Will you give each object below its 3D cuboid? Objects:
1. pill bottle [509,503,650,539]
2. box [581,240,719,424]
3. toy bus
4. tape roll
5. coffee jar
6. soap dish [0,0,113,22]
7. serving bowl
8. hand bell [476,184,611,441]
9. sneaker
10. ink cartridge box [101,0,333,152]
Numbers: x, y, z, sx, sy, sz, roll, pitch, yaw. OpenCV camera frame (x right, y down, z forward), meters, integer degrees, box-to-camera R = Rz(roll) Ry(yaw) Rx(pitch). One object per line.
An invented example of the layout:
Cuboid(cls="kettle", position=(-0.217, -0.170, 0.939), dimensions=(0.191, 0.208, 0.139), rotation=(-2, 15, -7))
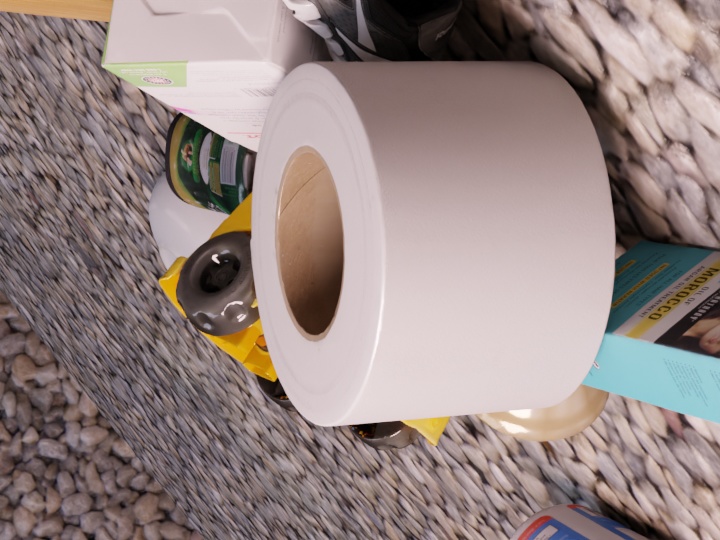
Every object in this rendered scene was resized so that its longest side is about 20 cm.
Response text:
Cuboid(cls="pill bottle", position=(0.194, 0.250, 1.423), dimensions=(0.200, 0.112, 0.112), rotation=(25, 148, 60))
Cuboid(cls="box", position=(0.185, 0.033, 1.050), dimensions=(0.049, 0.082, 0.200), rotation=(58, 162, -18))
Cuboid(cls="toy bus", position=(0.000, 0.000, 1.297), dimensions=(0.200, 0.192, 0.136), rotation=(22, 160, 43))
Cuboid(cls="tape roll", position=(0.034, -0.017, 1.104), dimensions=(0.203, 0.139, 0.203), rotation=(177, 90, -67))
Cuboid(cls="coffee jar", position=(-0.075, -0.080, 1.470), dimensions=(0.200, 0.104, 0.085), rotation=(-161, 74, -66))
Cuboid(cls="soap dish", position=(-0.166, -0.234, 1.205), dimensions=(0.081, 0.200, 0.157), rotation=(6, 95, 35))
Cuboid(cls="serving bowl", position=(-0.141, -0.007, 1.880), dimensions=(0.200, 0.066, 0.200), rotation=(48, 164, 19))
Cuboid(cls="hand bell", position=(0.123, 0.009, 1.205), dimensions=(0.104, 0.104, 0.200), rotation=(45, 150, 23))
Cuboid(cls="sneaker", position=(0.024, -0.140, 1.145), dimensions=(0.090, 0.067, 0.200), rotation=(3, 155, 28))
Cuboid(cls="ink cartridge box", position=(-0.056, -0.127, 1.220), dimensions=(0.117, 0.067, 0.200), rotation=(2, 168, 26))
